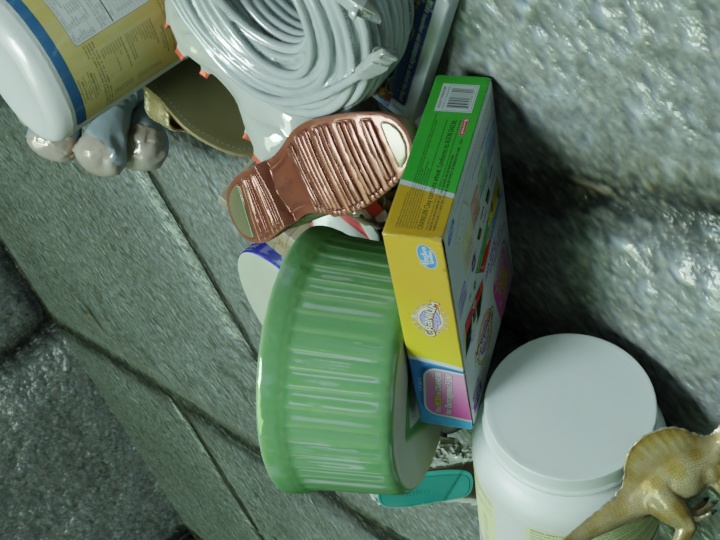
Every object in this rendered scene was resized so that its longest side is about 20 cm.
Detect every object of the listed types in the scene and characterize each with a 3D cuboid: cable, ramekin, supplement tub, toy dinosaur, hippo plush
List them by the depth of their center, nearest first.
[{"bbox_3d":[0.209,0.151,0.890,0.101,0.199,0.058,46,-165,-24],"label":"toy dinosaur"},{"bbox_3d":[-0.056,-0.197,0.892,0.200,0.069,0.200,47,154,-4],"label":"cable"},{"bbox_3d":[0.003,0.071,0.974,0.097,0.201,0.201,6,140,17],"label":"ramekin"},{"bbox_3d":[0.158,0.156,0.995,0.145,0.145,0.201,39,156,32],"label":"supplement tub"},{"bbox_3d":[-0.227,-0.222,1.139,0.145,0.200,0.145,43,157,23],"label":"supplement tub"},{"bbox_3d":[-0.243,-0.202,1.313,0.159,0.199,0.162,42,134,25],"label":"hippo plush"}]

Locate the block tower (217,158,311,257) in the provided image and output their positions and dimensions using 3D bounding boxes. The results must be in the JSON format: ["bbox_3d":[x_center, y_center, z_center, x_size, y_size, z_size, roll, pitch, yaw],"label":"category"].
[{"bbox_3d":[-0.038,-0.027,1.204,0.200,0.054,0.058,39,158,4],"label":"block tower"}]

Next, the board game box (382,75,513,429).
[{"bbox_3d":[0.067,-0.010,0.919,0.040,0.154,0.201,6,139,17],"label":"board game box"}]

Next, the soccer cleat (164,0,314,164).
[{"bbox_3d":[-0.089,-0.170,1.048,0.201,0.069,0.078,55,127,24],"label":"soccer cleat"}]

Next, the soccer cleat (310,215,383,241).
[{"bbox_3d":[0.000,0.000,1.137,0.068,0.073,0.202,-54,-53,-65],"label":"soccer cleat"}]

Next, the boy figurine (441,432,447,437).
[{"bbox_3d":[0.005,0.100,1.201,0.124,0.065,0.201,-21,119,29],"label":"boy figurine"}]

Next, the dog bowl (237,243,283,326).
[{"bbox_3d":[-0.034,0.040,1.322,0.200,0.079,0.201,44,158,23],"label":"dog bowl"}]

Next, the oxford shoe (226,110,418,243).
[{"bbox_3d":[-0.018,-0.077,0.955,0.199,0.074,0.071,-15,97,48],"label":"oxford shoe"}]

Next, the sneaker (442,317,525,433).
[{"bbox_3d":[0.086,0.071,1.123,0.115,0.076,0.200,59,167,16],"label":"sneaker"}]

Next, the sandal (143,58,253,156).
[{"bbox_3d":[-0.180,-0.173,1.252,0.211,0.078,0.070,33,160,-3],"label":"sandal"}]

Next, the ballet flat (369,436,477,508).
[{"bbox_3d":[0.101,0.171,1.160,0.072,0.198,0.073,-177,90,-81],"label":"ballet flat"}]

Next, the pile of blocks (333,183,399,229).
[{"bbox_3d":[-0.006,-0.076,1.048,0.199,0.083,0.062,26,180,26],"label":"pile of blocks"}]

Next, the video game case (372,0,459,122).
[{"bbox_3d":[-0.024,-0.205,0.930,0.200,0.018,0.144,39,153,11],"label":"video game case"}]
